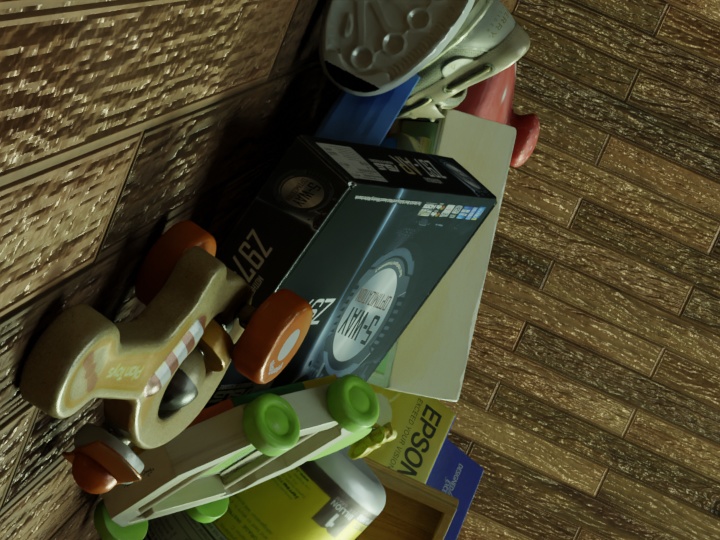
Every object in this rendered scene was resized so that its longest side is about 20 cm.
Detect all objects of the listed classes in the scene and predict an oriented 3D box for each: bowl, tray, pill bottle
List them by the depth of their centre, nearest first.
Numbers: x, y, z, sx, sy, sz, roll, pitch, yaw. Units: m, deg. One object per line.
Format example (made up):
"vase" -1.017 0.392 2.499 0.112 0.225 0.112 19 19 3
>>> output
"bowl" -0.029 -0.048 1.142 0.202 0.039 0.201 -59 -178 3
"pill bottle" -0.085 0.182 1.173 0.200 0.109 0.109 -45 176 1
"tray" -0.041 0.168 1.264 0.037 0.199 0.099 -42 156 -82

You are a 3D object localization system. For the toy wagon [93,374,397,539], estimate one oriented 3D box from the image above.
"toy wagon" -0.058 0.104 1.034 0.155 0.040 0.199 -34 165 38

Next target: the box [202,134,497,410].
"box" -0.018 0.004 1.027 0.161 0.043 0.200 -54 158 16

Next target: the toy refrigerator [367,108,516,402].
"toy refrigerator" 0.045 -0.014 1.289 0.076 0.069 0.202 14 -89 60

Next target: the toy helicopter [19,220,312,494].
"toy helicopter" -0.106 0.048 0.805 0.133 0.079 0.200 -58 166 6

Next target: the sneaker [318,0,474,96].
"sneaker" 0.037 -0.184 1.123 0.201 0.080 0.146 -63 179 -8

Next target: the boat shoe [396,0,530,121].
"boat shoe" 0.042 -0.131 1.226 0.200 0.065 0.072 -32 -157 54

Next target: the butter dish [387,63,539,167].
"butter dish" 0.071 -0.129 1.414 0.200 0.147 0.201 92 23 -80

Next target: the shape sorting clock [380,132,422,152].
"shape sorting clock" 0.000 0.000 1.253 0.200 0.039 0.202 -164 -90 -75

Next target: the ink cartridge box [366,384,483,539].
"ink cartridge box" 0.001 0.163 1.379 0.047 0.199 0.198 -43 -164 48
